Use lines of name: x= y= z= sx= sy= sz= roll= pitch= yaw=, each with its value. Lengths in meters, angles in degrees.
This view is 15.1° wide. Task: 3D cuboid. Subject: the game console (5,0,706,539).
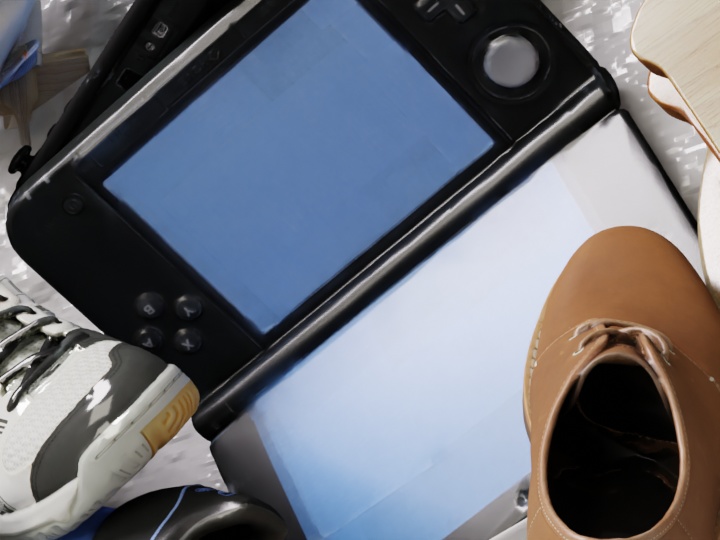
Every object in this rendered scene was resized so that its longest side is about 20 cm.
game console: x=0.000 y=0.000 z=0.926 sx=0.200 sy=0.176 sz=0.117 roll=-39 pitch=23 yaw=17

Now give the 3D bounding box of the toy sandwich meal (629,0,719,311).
toy sandwich meal: x=0.174 y=-0.047 z=0.833 sx=0.204 sy=0.070 sz=0.206 roll=-18 pitch=58 yaw=30

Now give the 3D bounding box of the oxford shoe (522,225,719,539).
oxford shoe: x=0.081 y=0.039 z=0.796 sx=0.071 sy=0.072 sz=0.200 roll=-2 pitch=34 yaw=6

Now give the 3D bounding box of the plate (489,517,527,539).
plate: x=0.124 y=0.119 z=0.765 sx=0.199 sy=0.032 sz=0.200 roll=-26 pitch=40 yaw=-30

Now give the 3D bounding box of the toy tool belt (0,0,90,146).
toy tool belt: x=-0.171 y=-0.099 z=1.084 sx=0.124 sy=0.200 sz=0.124 roll=-2 pitch=98 yaw=-5

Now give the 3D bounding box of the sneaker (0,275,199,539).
sneaker: x=-0.129 y=0.037 z=0.926 sx=0.076 sy=0.088 sz=0.200 roll=-42 pitch=18 yaw=-25

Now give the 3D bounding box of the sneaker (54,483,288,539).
sneaker: x=-0.068 y=0.162 z=0.845 sx=0.078 sy=0.070 sz=0.201 roll=-15 pitch=62 yaw=41

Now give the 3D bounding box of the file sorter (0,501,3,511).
file sorter: x=-0.233 y=0.131 z=0.873 sx=0.201 sy=0.124 sz=0.139 roll=-59 pitch=16 yaw=-22

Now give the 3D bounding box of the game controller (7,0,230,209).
game controller: x=-0.074 y=-0.095 z=1.004 sx=0.200 sy=0.042 sz=0.105 roll=-49 pitch=17 yaw=48
